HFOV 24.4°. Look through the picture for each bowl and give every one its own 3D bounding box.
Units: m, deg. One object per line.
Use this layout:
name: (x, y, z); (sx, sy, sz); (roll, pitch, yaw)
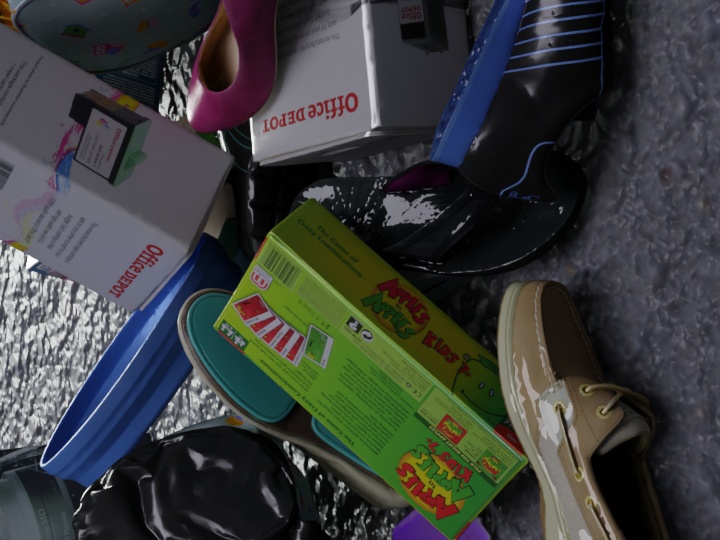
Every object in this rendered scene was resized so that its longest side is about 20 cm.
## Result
bowl: (-0.151, 0.064, 1.168); (0.201, 0.039, 0.201); (-52, 11, 14)

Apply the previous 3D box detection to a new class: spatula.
spatula: (0.022, 0.204, 1.104); (0.057, 0.021, 0.200); (51, 140, 6)

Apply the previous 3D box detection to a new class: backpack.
backpack: (-0.178, -0.232, 1.200); (0.176, 0.200, 0.153); (-25, 77, 8)
backpack: (-0.095, 0.171, 1.131); (0.200, 0.167, 0.127); (55, -161, -72)

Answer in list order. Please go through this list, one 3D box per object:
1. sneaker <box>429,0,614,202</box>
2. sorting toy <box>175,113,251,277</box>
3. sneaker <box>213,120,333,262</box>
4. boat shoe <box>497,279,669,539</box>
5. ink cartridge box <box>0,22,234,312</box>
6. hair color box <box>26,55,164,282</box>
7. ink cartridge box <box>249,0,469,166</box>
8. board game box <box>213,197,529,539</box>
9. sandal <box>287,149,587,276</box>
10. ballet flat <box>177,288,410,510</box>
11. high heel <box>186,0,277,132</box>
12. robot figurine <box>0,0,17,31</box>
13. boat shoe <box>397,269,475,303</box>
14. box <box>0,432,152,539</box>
sneaker: (0.112, -0.135, 0.927); (0.070, 0.078, 0.200); (-109, 44, -81)
sorting toy: (-0.114, -0.037, 1.261); (0.200, 0.036, 0.185); (-33, 66, 50)
sneaker: (-0.067, -0.099, 1.162); (0.079, 0.075, 0.200); (-7, 77, 46)
boat shoe: (0.131, 0.095, 0.918); (0.066, 0.074, 0.200); (-24, 74, 39)
ink cartridge box: (-0.205, -0.069, 1.138); (0.145, 0.200, 0.084); (-39, 24, 61)
hair color box: (-0.208, -0.099, 1.321); (0.100, 0.061, 0.200); (-27, 54, 54)
ink cartridge box: (-0.008, -0.175, 1.068); (0.147, 0.083, 0.200); (-8, 86, 54)
board game box: (0.014, 0.061, 1.002); (0.200, 0.048, 0.102); (42, 137, 7)
sandal: (0.036, -0.033, 0.990); (0.200, 0.048, 0.075); (-8, 69, 29)
ballet flat: (-0.039, 0.088, 1.083); (0.200, 0.069, 0.069); (39, 132, -1)
high heel: (-0.089, -0.150, 1.028); (0.200, 0.096, 0.067); (-43, 59, 48)
robot figurine: (-0.285, -0.186, 1.217); (0.058, 0.200, 0.145); (-40, 25, 8)
boat shoe: (0.000, 0.000, 1.094); (0.200, 0.072, 0.071); (-24, 65, 41)
box: (-0.262, 0.248, 1.349); (0.124, 0.197, 0.200); (-29, 70, 51)
